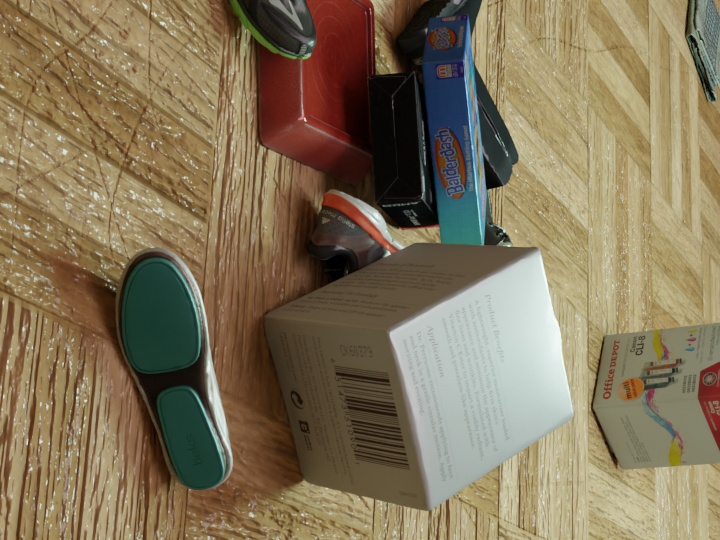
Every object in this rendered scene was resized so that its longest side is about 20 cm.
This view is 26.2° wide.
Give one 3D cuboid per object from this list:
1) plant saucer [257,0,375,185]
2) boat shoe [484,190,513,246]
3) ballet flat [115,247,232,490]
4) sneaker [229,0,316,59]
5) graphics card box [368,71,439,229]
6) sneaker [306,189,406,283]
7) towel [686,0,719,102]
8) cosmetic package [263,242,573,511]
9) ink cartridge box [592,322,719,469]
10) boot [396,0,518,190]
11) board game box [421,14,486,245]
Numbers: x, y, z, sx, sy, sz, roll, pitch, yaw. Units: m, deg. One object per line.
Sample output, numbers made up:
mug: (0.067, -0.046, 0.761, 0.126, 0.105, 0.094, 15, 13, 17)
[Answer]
plant saucer: (-0.033, -0.197, 1.463, 0.199, 0.037, 0.201, 18, 68, -63)
boat shoe: (0.143, -0.021, 1.754, 0.072, 0.066, 0.202, 28, 59, -57)
ballet flat: (-0.138, 0.069, 1.166, 0.069, 0.069, 0.201, -49, 132, -57)
sneaker: (-0.071, -0.281, 1.335, 0.077, 0.084, 0.201, -16, 96, -48)
graphics card box: (0.047, -0.114, 1.536, 0.200, 0.051, 0.126, 33, 53, -81)
sneaker: (0.000, 0.000, 1.476, 0.082, 0.077, 0.200, -58, 142, -12)
towel: (0.675, -0.454, 3.003, 0.193, 0.034, 0.201, 58, 37, -43)
cosmetic package: (0.054, 0.085, 1.361, 0.200, 0.165, 0.166, -25, 109, -39)
ink cartridge box: (0.449, 0.179, 2.198, 0.145, 0.199, 0.146, 60, 34, -36)
boot: (0.128, -0.209, 1.731, 0.200, 0.065, 0.165, 58, 46, -19)
board game box: (0.095, -0.138, 1.553, 0.152, 0.045, 0.201, -78, 161, -65)
